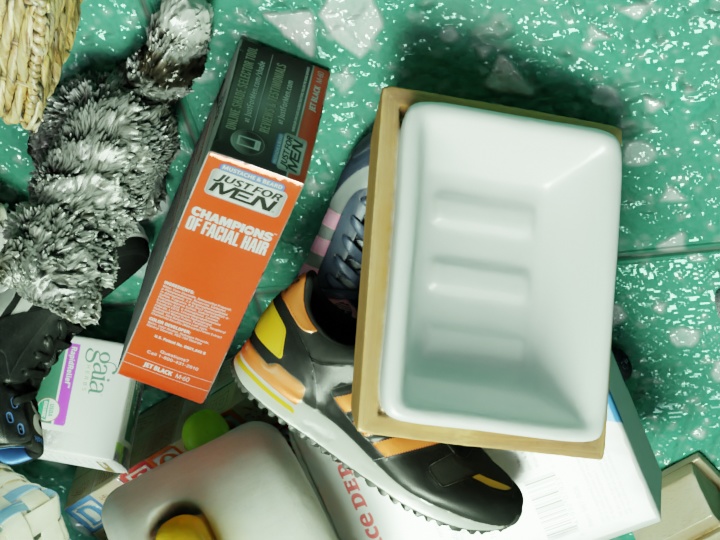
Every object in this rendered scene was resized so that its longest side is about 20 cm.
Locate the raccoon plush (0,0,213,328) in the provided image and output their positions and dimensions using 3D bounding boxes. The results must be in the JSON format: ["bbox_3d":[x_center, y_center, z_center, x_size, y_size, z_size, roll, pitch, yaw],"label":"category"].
[{"bbox_3d":[-0.161,-0.065,1.440,0.096,0.134,0.200,17,132,-3],"label":"raccoon plush"}]

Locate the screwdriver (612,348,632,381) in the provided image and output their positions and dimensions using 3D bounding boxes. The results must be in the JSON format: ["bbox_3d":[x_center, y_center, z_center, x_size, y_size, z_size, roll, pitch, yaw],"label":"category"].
[{"bbox_3d":[0.100,0.100,1.613,0.200,0.029,0.028,-29,121,36],"label":"screwdriver"}]

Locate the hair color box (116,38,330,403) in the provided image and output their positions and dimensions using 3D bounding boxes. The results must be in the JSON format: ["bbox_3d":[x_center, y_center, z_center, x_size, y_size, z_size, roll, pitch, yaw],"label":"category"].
[{"bbox_3d":[-0.085,-0.028,1.475,0.064,0.111,0.200,19,133,-7],"label":"hair color box"}]

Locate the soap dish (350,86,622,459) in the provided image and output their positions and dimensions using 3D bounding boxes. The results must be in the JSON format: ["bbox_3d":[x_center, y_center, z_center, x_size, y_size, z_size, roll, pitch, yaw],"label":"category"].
[{"bbox_3d":[0.071,0.005,1.409,0.157,0.201,0.081,8,170,-21],"label":"soap dish"}]

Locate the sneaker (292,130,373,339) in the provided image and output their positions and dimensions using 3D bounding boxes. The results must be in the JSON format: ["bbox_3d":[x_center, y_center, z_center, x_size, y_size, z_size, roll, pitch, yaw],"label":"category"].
[{"bbox_3d":[0.000,0.000,1.501,0.070,0.082,0.200,19,131,-5],"label":"sneaker"}]

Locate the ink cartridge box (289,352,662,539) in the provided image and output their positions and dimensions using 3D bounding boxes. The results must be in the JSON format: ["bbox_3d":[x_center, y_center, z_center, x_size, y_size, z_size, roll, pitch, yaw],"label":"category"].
[{"bbox_3d":[0.074,0.115,1.535,0.199,0.084,0.145,-21,102,13],"label":"ink cartridge box"}]

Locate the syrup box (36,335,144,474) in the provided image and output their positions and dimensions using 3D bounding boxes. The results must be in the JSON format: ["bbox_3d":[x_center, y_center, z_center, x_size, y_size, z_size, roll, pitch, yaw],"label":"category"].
[{"bbox_3d":[-0.246,0.077,1.603,0.199,0.079,0.081,9,169,4],"label":"syrup box"}]

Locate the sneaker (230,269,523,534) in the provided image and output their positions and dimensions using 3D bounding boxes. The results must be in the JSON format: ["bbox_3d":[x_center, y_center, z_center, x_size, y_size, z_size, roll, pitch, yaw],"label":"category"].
[{"bbox_3d":[0.023,0.079,1.452,0.200,0.070,0.090,32,107,2],"label":"sneaker"}]

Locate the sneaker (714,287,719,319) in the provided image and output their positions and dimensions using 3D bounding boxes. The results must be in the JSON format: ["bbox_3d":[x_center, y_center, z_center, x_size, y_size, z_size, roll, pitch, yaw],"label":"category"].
[{"bbox_3d":[0.261,-0.007,1.446,0.113,0.076,0.200,-16,129,20],"label":"sneaker"}]

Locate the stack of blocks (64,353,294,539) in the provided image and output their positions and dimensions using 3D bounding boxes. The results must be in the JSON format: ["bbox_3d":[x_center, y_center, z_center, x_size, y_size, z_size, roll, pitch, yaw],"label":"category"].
[{"bbox_3d":[-0.093,0.137,1.658,0.200,0.059,0.115,-32,119,33],"label":"stack of blocks"}]

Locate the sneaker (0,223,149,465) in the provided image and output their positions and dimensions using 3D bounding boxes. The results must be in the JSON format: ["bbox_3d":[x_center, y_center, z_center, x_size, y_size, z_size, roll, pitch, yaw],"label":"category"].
[{"bbox_3d":[-0.205,0.058,1.528,0.200,0.112,0.073,-29,161,-7],"label":"sneaker"}]

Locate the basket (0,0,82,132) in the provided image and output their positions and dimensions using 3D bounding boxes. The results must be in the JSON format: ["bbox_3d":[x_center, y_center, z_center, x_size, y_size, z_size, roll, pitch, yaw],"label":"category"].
[{"bbox_3d":[-0.225,-0.201,1.327,0.148,0.143,0.200,13,136,1],"label":"basket"}]

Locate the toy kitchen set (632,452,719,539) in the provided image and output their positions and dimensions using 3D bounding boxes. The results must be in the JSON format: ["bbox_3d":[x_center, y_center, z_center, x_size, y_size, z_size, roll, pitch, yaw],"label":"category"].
[{"bbox_3d":[0.252,0.238,1.596,0.200,0.181,0.163,-31,118,28],"label":"toy kitchen set"}]

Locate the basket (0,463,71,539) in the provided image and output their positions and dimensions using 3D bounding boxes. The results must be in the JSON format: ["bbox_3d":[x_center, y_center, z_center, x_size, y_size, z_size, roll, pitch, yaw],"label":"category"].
[{"bbox_3d":[-0.303,0.198,1.636,0.200,0.176,0.140,17,128,40],"label":"basket"}]

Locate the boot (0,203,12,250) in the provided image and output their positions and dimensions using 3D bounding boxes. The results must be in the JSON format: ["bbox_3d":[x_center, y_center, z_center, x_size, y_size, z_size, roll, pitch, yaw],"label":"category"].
[{"bbox_3d":[-0.250,-0.047,1.530,0.095,0.074,0.200,16,139,-15],"label":"boot"}]

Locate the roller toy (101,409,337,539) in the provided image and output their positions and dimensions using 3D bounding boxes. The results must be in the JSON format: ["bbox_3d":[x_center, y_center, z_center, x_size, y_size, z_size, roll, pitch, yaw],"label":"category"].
[{"bbox_3d":[-0.079,0.202,1.519,0.139,0.200,0.183,-26,112,-6],"label":"roller toy"}]
